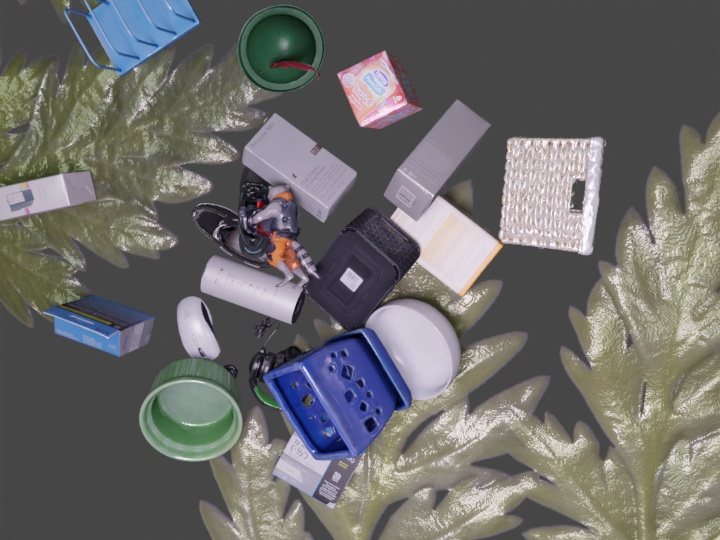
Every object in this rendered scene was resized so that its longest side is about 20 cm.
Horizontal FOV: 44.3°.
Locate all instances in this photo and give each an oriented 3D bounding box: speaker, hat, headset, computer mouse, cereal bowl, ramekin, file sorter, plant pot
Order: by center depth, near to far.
[{"bbox_3d":[-0.157,-0.415,1.619,0.199,0.176,0.166,-3,97,12],"label":"hat"},{"bbox_3d":[-0.034,0.221,1.644,0.180,0.200,0.200,-32,93,-29],"label":"plant pot"},{"bbox_3d":[0.107,0.139,1.669,0.200,0.083,0.201,19,124,30],"label":"cereal bowl"},{"bbox_3d":[-0.439,-0.489,1.696,0.200,0.123,0.139,-29,91,13],"label":"file sorter"},{"bbox_3d":[-0.208,0.037,1.739,0.199,0.081,0.081,19,101,8],"label":"speaker"},{"bbox_3d":[-0.169,0.190,1.743,0.123,0.094,0.201,-5,108,12],"label":"headset"},{"bbox_3d":[-0.330,0.271,1.754,0.199,0.098,0.201,-1,119,-2],"label":"ramekin"},{"bbox_3d":[-0.327,0.152,1.796,0.109,0.044,0.201,-20,93,14],"label":"computer mouse"}]

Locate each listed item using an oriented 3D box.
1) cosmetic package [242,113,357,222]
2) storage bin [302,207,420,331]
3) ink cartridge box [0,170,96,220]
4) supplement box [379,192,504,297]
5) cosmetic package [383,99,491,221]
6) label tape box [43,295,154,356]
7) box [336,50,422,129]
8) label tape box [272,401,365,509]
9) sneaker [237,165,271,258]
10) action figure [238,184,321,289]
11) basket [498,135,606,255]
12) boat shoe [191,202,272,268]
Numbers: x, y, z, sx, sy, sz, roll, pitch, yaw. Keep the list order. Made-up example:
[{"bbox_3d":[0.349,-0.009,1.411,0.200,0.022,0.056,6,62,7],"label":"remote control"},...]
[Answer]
[{"bbox_3d":[-0.116,-0.194,1.675,0.200,0.074,0.102,36,67,3],"label":"cosmetic package"},{"bbox_3d":[0.000,0.000,1.645,0.135,0.094,0.200,42,131,4],"label":"storage bin"},{"bbox_3d":[-0.654,-0.148,1.786,0.199,0.117,0.068,-10,98,13],"label":"ink cartridge box"},{"bbox_3d":[0.153,-0.063,1.655,0.200,0.074,0.126,39,103,5],"label":"supplement box"},{"bbox_3d":[0.137,-0.197,1.578,0.090,0.107,0.200,40,66,5],"label":"cosmetic package"},{"bbox_3d":[-0.516,0.113,1.742,0.143,0.200,0.066,19,102,9],"label":"label tape box"},{"bbox_3d":[0.039,-0.317,1.580,0.094,0.200,0.103,-22,92,14],"label":"box"},{"bbox_3d":[-0.066,0.348,1.759,0.143,0.066,0.200,29,103,6],"label":"label tape box"},{"bbox_3d":[-0.197,-0.126,1.692,0.075,0.079,0.201,-1,73,-2],"label":"sneaker"},{"bbox_3d":[-0.128,-0.066,1.631,0.104,0.200,0.194,-15,84,24],"label":"action figure"},{"bbox_3d":[0.340,-0.138,1.549,0.160,0.200,0.199,6,98,16],"label":"basket"},{"bbox_3d":[-0.253,-0.068,1.744,0.200,0.060,0.074,35,103,5],"label":"boat shoe"}]
